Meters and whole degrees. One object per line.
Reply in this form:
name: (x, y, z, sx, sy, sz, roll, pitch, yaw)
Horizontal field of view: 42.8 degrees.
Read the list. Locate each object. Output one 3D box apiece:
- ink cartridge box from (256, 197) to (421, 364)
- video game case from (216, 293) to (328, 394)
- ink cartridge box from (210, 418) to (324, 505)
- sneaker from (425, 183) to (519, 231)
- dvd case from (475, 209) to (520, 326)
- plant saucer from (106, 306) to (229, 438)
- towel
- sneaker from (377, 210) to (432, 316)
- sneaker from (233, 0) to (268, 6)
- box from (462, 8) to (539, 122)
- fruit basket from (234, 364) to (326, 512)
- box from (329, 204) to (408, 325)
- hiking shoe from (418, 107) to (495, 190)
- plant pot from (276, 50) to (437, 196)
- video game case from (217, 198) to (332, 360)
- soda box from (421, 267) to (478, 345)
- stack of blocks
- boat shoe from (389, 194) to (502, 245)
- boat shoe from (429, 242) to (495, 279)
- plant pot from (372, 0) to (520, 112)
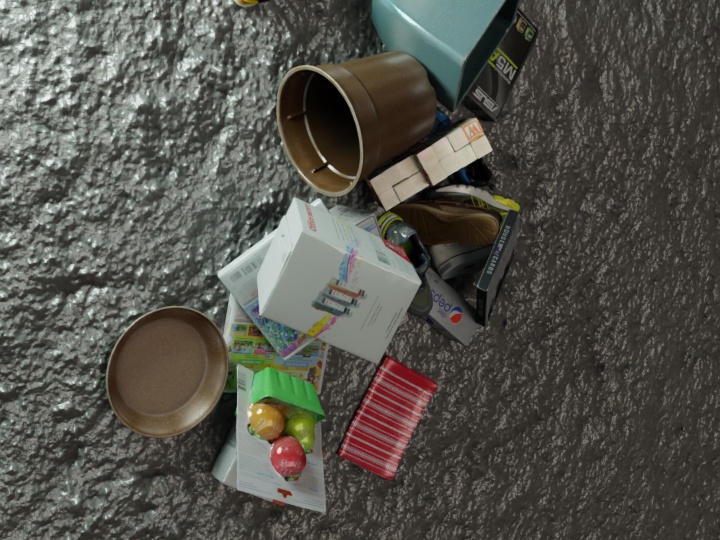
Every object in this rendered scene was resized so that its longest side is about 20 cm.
ink cartridge box: (-0.038, 0.013, 1.353, 0.197, 0.146, 0.146, 24, 107, -17)
video game case: (-0.135, 0.110, 1.509, 0.197, 0.023, 0.186, 7, 95, -37)
ink cartridge box: (-0.141, 0.326, 1.531, 0.199, 0.050, 0.111, 31, 80, -35)
sneaker: (0.204, -0.103, 1.658, 0.197, 0.074, 0.086, 11, 87, -26)
dvd case: (0.239, 0.000, 1.610, 0.201, 0.024, 0.152, 71, 41, -68)
plant saucer: (-0.295, 0.151, 1.394, 0.197, 0.036, 0.205, -9, 105, -35)
towel: (0.052, 0.270, 1.676, 0.144, 0.022, 0.203, 33, 80, -35)
sneaker: (0.081, 0.000, 1.522, 0.073, 0.081, 0.202, -37, 126, -18)
sneaker: (-0.100, -0.451, 1.374, 0.199, 0.089, 0.071, -35, 117, -25)
box: (0.211, -0.401, 1.635, 0.199, 0.047, 0.196, 34, 77, -34)
fruit basket: (-0.128, 0.265, 1.435, 0.184, 0.093, 0.204, 26, 52, -40)
box: (0.000, 0.000, 1.524, 0.060, 0.116, 0.203, -31, 117, -26)
hiking shoe: (0.167, -0.222, 1.614, 0.200, 0.086, 0.075, 44, 74, -34)
plant pot: (0.004, -0.244, 1.441, 0.197, 0.198, 0.204, -27, 114, -36)
video game case: (-0.092, 0.017, 1.437, 0.198, 0.024, 0.183, -35, 112, 4)
soda box: (0.133, 0.055, 1.663, 0.199, 0.063, 0.069, 39, 78, -35)
stack of blocks: (0.108, -0.176, 1.518, 0.198, 0.115, 0.059, -31, 101, -1)
boat shoe: (0.148, -0.091, 1.589, 0.072, 0.196, 0.073, -56, 145, -51)
boat shoe: (0.191, -0.035, 1.681, 0.198, 0.071, 0.070, -14, 66, -50)
plant pot: (0.127, -0.416, 1.468, 0.198, 0.196, 0.198, 34, 80, 8)
